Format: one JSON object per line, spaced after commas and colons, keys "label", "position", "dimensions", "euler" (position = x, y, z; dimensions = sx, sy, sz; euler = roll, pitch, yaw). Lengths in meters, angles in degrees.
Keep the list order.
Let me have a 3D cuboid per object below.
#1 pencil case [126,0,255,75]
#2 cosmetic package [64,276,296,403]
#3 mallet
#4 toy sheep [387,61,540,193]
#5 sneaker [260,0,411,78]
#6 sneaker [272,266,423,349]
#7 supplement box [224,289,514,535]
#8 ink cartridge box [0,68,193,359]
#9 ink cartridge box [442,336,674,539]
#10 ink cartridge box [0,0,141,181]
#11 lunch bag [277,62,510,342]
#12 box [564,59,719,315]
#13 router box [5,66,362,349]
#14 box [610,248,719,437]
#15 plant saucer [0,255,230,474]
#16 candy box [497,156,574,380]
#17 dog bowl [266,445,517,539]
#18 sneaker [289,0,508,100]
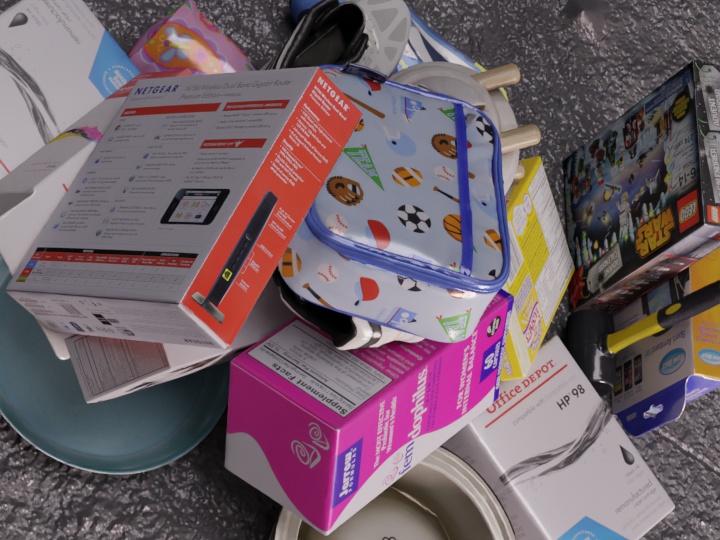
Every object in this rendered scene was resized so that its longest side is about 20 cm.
{"label": "pencil case", "position": [-0.090, -0.109, 1.552], "dimensions": [0.200, 0.087, 0.088], "euler": [44, 58, -6]}
{"label": "cosmetic package", "position": [-0.105, 0.040, 1.417], "dimensions": [0.199, 0.082, 0.051], "euler": [-16, 87, -56]}
{"label": "mallet", "position": [0.227, 0.031, 1.587], "dimensions": [0.041, 0.200, 0.066], "euler": [17, 53, -30]}
{"label": "toy sheep", "position": [0.059, -0.095, 1.530], "dimensions": [0.136, 0.200, 0.139], "euler": [1, 72, -2]}
{"label": "sneaker", "position": [-0.005, -0.164, 1.506], "dimensions": [0.076, 0.115, 0.200], "euler": [48, 50, -2]}
{"label": "sneaker", "position": [-0.037, -0.019, 1.397], "dimensions": [0.080, 0.074, 0.200], "euler": [-17, 46, -43]}
{"label": "supplement box", "position": [0.006, 0.077, 1.440], "dimensions": [0.103, 0.102, 0.199], "euler": [31, 45, 28]}
{"label": "ink cartridge box", "position": [-0.179, -0.039, 1.435], "dimensions": [0.200, 0.067, 0.117], "euler": [-42, 117, -33]}
{"label": "ink cartridge box", "position": [0.131, 0.135, 1.564], "dimensions": [0.115, 0.067, 0.201], "euler": [-34, 88, -32]}
{"label": "ink cartridge box", "position": [-0.258, -0.108, 1.474], "dimensions": [0.116, 0.067, 0.200], "euler": [50, 58, -2]}
{"label": "lunch bag", "position": [0.025, -0.050, 1.358], "dimensions": [0.159, 0.076, 0.201], "euler": [15, 42, -13]}
{"label": "box", "position": [0.226, -0.060, 1.618], "dimensions": [0.040, 0.200, 0.138], "euler": [8, 66, -23]}
{"label": "router box", "position": [-0.115, -0.042, 1.312], "dimensions": [0.049, 0.199, 0.180], "euler": [44, 65, -33]}
{"label": "box", "position": [0.244, 0.031, 1.640], "dimensions": [0.041, 0.119, 0.202], "euler": [9, 67, -23]}
{"label": "plant saucer", "position": [-0.184, 0.051, 1.474], "dimensions": [0.198, 0.027, 0.202], "euler": [10, 66, -23]}
{"label": "candy box", "position": [0.123, -0.005, 1.571], "dimensions": [0.200, 0.026, 0.103], "euler": [-55, 132, -62]}
{"label": "dog bowl", "position": [0.015, 0.223, 1.479], "dimensions": [0.198, 0.074, 0.202], "euler": [9, 67, -22]}
{"label": "sneaker", "position": [0.025, -0.156, 1.631], "dimensions": [0.199, 0.074, 0.083], "euler": [34, 62, -10]}
